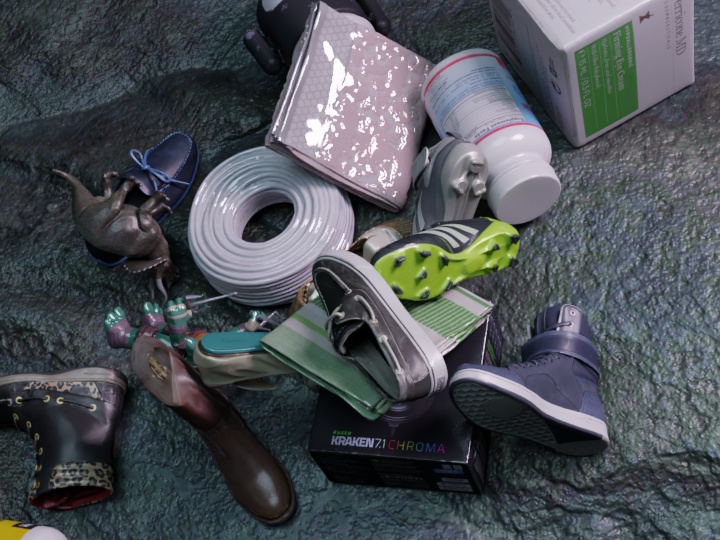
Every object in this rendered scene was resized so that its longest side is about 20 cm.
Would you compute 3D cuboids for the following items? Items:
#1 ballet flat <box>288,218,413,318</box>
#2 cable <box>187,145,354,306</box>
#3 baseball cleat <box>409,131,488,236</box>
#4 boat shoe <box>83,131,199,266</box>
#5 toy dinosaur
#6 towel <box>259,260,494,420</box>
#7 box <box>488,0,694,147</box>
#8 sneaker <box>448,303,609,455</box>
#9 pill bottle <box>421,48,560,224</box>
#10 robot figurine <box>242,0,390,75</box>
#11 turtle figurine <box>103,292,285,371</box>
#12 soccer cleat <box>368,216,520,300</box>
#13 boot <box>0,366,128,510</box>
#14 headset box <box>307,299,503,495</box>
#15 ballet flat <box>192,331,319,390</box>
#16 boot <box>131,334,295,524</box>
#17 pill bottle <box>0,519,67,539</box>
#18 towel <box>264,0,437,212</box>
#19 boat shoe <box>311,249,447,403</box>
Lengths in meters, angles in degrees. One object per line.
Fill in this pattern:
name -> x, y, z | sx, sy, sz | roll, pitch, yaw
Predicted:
ballet flat -> 0.000, 0.000, 1.440 | 0.070, 0.065, 0.200 | 39, 66, 15
cable -> -0.108, -0.056, 1.522 | 0.199, 0.069, 0.201 | 0, 61, 17
baseball cleat -> 0.085, -0.058, 1.440 | 0.106, 0.070, 0.200 | 48, 120, 53
boat shoe -> -0.270, -0.097, 1.594 | 0.084, 0.069, 0.200 | 19, 68, 25
toy dinosaur -> -0.289, -0.059, 1.517 | 0.200, 0.077, 0.102 | 33, 75, -8
towel -> 0.021, 0.058, 1.294 | 0.152, 0.023, 0.200 | 30, 49, 28
box -> 0.263, -0.296, 1.474 | 0.171, 0.199, 0.200 | -30, 59, -2
sneaker -> 0.168, 0.093, 1.297 | 0.077, 0.202, 0.147 | -29, 48, 42
pill bottle -> 0.154, -0.154, 1.479 | 0.108, 0.109, 0.200 | -25, 57, 1
robot figurine -> -0.057, -0.308, 1.623 | 0.150, 0.125, 0.200 | -44, 55, 17
turtle figurine -> -0.182, 0.075, 1.441 | 0.199, 0.150, 0.101 | 6, 81, 29
soccer cleat -> 0.078, -0.016, 1.324 | 0.200, 0.068, 0.081 | -13, 28, -36
boot -> -0.364, 0.196, 1.456 | 0.199, 0.073, 0.151 | -8, 59, 6
headset box -> 0.054, 0.123, 1.357 | 0.174, 0.093, 0.201 | 3, 61, 18
ballet flat -> -0.073, 0.091, 1.317 | 0.199, 0.070, 0.070 | -3, 58, -9
boot -> -0.155, 0.166, 1.330 | 0.064, 0.200, 0.186 | -39, 58, -7
pill bottle -> -0.377, 0.324, 1.359 | 0.199, 0.111, 0.112 | 5, 62, 18
towel -> -0.002, -0.195, 1.513 | 0.032, 0.191, 0.201 | -15, 54, 58
boat shoe -> 0.002, 0.051, 1.224 | 0.064, 0.071, 0.200 | -15, 44, -34
